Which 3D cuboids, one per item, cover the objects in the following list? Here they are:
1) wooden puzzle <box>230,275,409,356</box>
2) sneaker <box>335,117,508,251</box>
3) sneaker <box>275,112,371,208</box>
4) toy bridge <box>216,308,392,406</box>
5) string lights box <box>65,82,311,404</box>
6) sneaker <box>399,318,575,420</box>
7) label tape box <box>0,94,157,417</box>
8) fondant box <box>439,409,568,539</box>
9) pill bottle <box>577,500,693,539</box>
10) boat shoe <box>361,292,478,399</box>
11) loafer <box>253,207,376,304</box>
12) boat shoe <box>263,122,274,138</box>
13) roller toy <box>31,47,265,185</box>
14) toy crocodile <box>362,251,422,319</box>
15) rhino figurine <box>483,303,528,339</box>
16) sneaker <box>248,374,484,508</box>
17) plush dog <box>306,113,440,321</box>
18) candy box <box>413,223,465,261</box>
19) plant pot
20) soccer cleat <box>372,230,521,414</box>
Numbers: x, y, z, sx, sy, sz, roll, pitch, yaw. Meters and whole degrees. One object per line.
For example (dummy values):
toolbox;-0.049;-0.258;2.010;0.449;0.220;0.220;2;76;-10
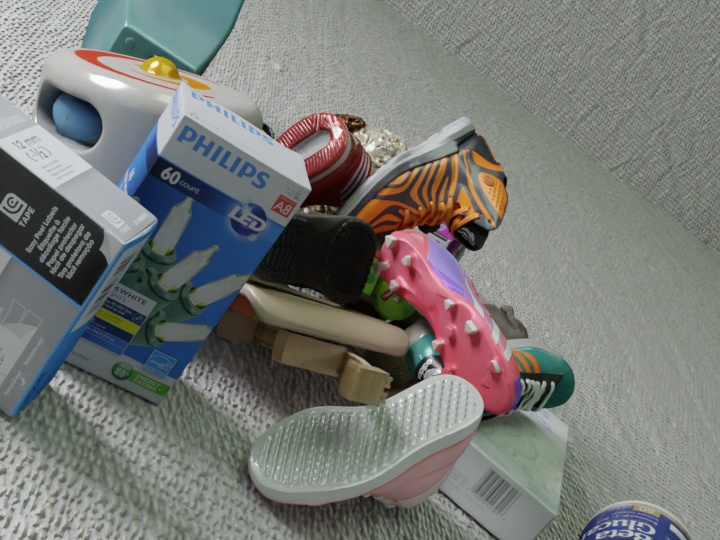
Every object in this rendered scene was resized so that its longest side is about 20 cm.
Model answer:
wooden puzzle;-0.080;0.024;0.915;0.183;0.038;0.199;18;5;-45
sneaker;0.069;-0.057;1.000;0.199;0.078;0.113;-35;84;-26
sneaker;-0.076;-0.067;0.997;0.115;0.197;0.080;31;43;-60
toy bridge;-0.040;0.067;0.848;0.067;0.028;0.199;17;1;-39
string lights box;-0.131;-0.015;0.735;0.102;0.201;0.059;28;22;-24
sneaker;0.126;0.106;0.968;0.197;0.072;0.080;15;29;-30
label tape box;-0.246;-0.031;0.650;0.199;0.144;0.066;37;19;-5
fondant box;0.124;0.162;1.020;0.144;0.059;0.200;39;19;1
pill bottle;0.216;0.273;0.868;0.111;0.112;0.200;43;20;11
boat shoe;0.058;0.080;1.056;0.071;0.066;0.200;25;36;17
loafer;-0.051;-0.024;0.883;0.070;0.074;0.199;20;0;30
boat shoe;-0.154;-0.138;1.132;0.198;0.066;0.076;2;62;-63
roller toy;-0.173;-0.103;0.864;0.196;0.142;0.183;15;14;-9
toy crocodile;0.000;0.000;1.005;0.197;0.063;0.068;24;-4;-1
rhino figurine;0.120;0.055;1.236;0.198;0.060;0.088;24;22;-34
sneaker;0.002;0.153;0.823;0.197;0.106;0.076;-14;52;-29
plush dog;-0.006;-0.066;1.103;0.199;0.173;0.160;39;20;2
candy box;0.031;-0.070;1.287;0.198;0.062;0.136;32;19;12
plant pot;-0.226;-0.255;1.177;0.140;0.142;0.202;30;31;-21
soccer cleat;0.086;0.037;0.905;0.075;0.067;0.201;-3;42;-39
